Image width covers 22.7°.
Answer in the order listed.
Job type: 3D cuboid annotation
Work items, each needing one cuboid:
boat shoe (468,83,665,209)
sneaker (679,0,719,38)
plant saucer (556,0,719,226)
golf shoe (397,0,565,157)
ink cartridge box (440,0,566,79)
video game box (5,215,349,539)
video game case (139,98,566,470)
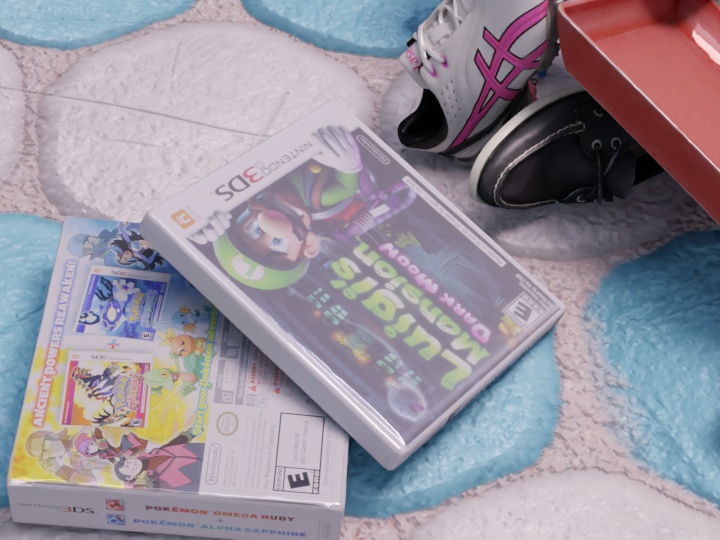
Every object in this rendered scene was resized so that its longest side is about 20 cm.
[{"bbox_3d":[0.159,-0.075,1.147,0.199,0.075,0.066,-19,47,-37],"label":"boat shoe"},{"bbox_3d":[0.267,-0.168,1.245,0.199,0.085,0.077,-1,55,26],"label":"sneaker"},{"bbox_3d":[0.222,-0.095,1.111,0.200,0.037,0.200,47,32,13],"label":"plant saucer"},{"bbox_3d":[0.073,-0.140,1.115,0.092,0.201,0.073,-9,52,-13],"label":"golf shoe"},{"bbox_3d":[0.123,-0.257,1.263,0.085,0.147,0.201,14,48,9],"label":"ink cartridge box"},{"bbox_3d":[-0.095,0.060,1.024,0.181,0.047,0.201,7,47,-2],"label":"video game box"},{"bbox_3d":[0.000,0.000,1.046,0.200,0.023,0.182,43,45,11],"label":"video game case"}]
